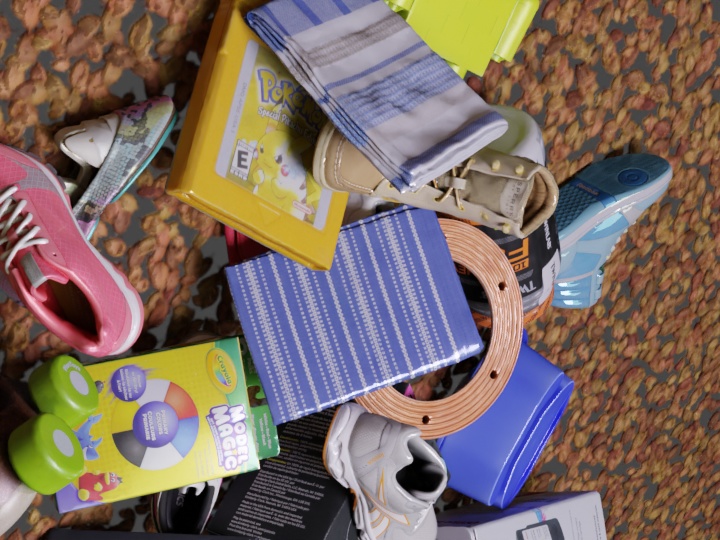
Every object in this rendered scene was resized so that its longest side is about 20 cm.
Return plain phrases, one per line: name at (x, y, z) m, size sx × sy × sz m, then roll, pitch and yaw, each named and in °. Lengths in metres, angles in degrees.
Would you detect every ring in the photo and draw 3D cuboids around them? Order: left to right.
ring at (0.063, 0.053, 1.279) m, size 0.198 × 0.019 × 0.203 m, roll -4°, pitch 97°, yaw -29°

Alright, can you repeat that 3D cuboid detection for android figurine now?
android figurine at (0.092, -0.254, 1.270) m, size 0.181 × 0.041 × 0.202 m, roll 18°, pitch 102°, yaw -45°

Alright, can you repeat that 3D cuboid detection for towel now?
towel at (-0.005, 0.033, 1.206) m, size 0.198 × 0.146 × 0.024 m, roll -18°, pitch 171°, yaw -13°
towel at (0.016, -0.157, 1.120) m, size 0.146 × 0.200 × 0.024 m, roll -32°, pitch 164°, yaw -42°

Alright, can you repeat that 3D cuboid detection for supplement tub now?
supplement tub at (0.128, -0.048, 1.358) m, size 0.122 × 0.122 × 0.201 m, roll -35°, pitch 132°, yaw -21°

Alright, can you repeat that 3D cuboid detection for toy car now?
toy car at (-0.322, 0.096, 1.033) m, size 0.163 × 0.158 × 0.200 m, roll -33°, pitch 114°, yaw 15°

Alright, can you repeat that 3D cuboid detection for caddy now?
caddy at (0.141, 0.158, 1.504) m, size 0.201 × 0.104 × 0.141 m, roll -60°, pitch 157°, yaw -3°

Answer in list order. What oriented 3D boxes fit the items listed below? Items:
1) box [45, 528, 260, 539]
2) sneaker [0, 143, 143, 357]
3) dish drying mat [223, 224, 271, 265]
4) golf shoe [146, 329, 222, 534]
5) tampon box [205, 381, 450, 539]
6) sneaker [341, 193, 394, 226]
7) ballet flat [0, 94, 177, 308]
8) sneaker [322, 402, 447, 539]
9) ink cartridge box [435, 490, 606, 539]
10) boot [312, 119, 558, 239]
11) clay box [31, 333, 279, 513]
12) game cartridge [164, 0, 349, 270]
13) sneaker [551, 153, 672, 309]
box at (-0.177, 0.305, 1.235) m, size 0.079 × 0.198 × 0.142 m, roll -71°, pitch 156°, yaw -53°
sneaker at (-0.234, -0.018, 1.022) m, size 0.074 × 0.087 × 0.200 m, roll -40°, pitch 96°, yaw 6°
dish drying mat at (-0.089, -0.095, 1.212) m, size 0.076 × 0.018 × 0.202 m, roll -25°, pitch 128°, yaw -34°
golf shoe at (-0.143, 0.153, 1.246) m, size 0.072 × 0.092 × 0.202 m, roll 4°, pitch 111°, yaw -17°
tampon box at (-0.024, 0.217, 1.327) m, size 0.201 × 0.125 × 0.151 m, roll -58°, pitch 142°, yaw -31°
sneaker at (0.000, 0.000, 1.304) m, size 0.075 × 0.081 × 0.202 m, roll -28°, pitch 131°, yaw -29°
ballet flat at (-0.221, -0.064, 1.088) m, size 0.071 × 0.069 × 0.201 m, roll 34°, pitch 89°, yaw -27°
sneaker at (0.040, 0.195, 1.219) m, size 0.076 × 0.091 × 0.201 m, roll -63°, pitch 144°, yaw -28°
ink cartridge box at (0.152, 0.303, 1.552) m, size 0.198 × 0.145 × 0.084 m, roll -7°, pitch 87°, yaw -38°
boot at (0.065, -0.078, 1.158) m, size 0.199 × 0.154 × 0.074 m, roll 2°, pitch 107°, yaw -59°
clay box at (-0.166, 0.124, 1.177) m, size 0.198 × 0.048 × 0.116 m, roll -11°, pitch 92°, yaw -16°
game cartridge at (-0.064, -0.123, 1.151) m, size 0.176 × 0.032 × 0.202 m, roll 28°, pitch 72°, yaw -43°
sneaker at (0.256, -0.035, 1.513) m, size 0.199 × 0.080 × 0.131 m, roll -28°, pitch 128°, yaw -15°
